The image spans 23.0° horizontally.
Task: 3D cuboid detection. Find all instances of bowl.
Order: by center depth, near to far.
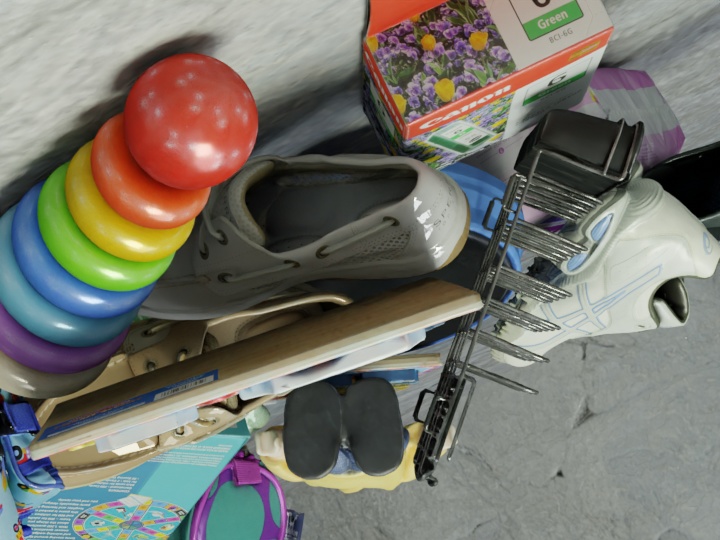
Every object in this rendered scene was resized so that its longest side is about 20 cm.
[{"bbox_3d":[0.000,0.000,1.034,0.199,0.040,0.201,-7,154,-3],"label":"bowl"}]

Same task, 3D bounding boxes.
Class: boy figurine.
[{"bbox_3d":[-0.001,0.105,1.100,0.123,0.065,0.200,-3,173,3],"label":"boy figurine"}]

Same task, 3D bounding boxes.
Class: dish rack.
[{"bbox_3d":[0.077,0.017,0.898,0.153,0.054,0.201,75,35,-87],"label":"dish rack"}]

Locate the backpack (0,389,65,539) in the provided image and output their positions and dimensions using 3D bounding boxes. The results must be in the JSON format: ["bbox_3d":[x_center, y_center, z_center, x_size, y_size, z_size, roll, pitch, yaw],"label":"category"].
[{"bbox_3d":[-0.229,0.129,0.853,0.182,0.201,0.134,-34,168,38],"label":"backpack"}]

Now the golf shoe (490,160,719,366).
[{"bbox_3d":[0.144,0.019,1.059,0.079,0.097,0.200,-57,179,-31],"label":"golf shoe"}]

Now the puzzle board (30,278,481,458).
[{"bbox_3d":[-0.049,0.045,0.812,0.199,0.018,0.151,-19,-176,-4],"label":"puzzle board"}]

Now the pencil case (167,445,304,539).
[{"bbox_3d":[-0.129,0.146,1.159,0.085,0.093,0.199,24,171,-38],"label":"pencil case"}]

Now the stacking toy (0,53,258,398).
[{"bbox_3d":[-0.106,-0.026,0.760,0.085,0.086,0.200,-17,161,-44],"label":"stacking toy"}]

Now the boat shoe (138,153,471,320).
[{"bbox_3d":[-0.049,-0.027,0.871,0.199,0.071,0.069,-11,153,18],"label":"boat shoe"}]

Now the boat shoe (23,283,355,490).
[{"bbox_3d":[-0.092,0.054,0.925,0.199,0.072,0.064,-28,-171,-26],"label":"boat shoe"}]

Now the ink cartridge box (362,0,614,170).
[{"bbox_3d":[0.059,-0.102,0.831,0.108,0.051,0.200,-25,172,-4],"label":"ink cartridge box"}]

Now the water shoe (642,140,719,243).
[{"bbox_3d":[0.183,-0.037,1.088,0.079,0.072,0.200,18,142,-39],"label":"water shoe"}]

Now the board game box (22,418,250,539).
[{"bbox_3d":[-0.178,0.130,1.019,0.150,0.047,0.200,9,136,-35],"label":"board game box"}]

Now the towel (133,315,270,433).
[{"bbox_3d":[-0.152,0.070,1.012,0.152,0.023,0.200,-24,144,4],"label":"towel"}]

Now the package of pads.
[{"bbox_3d":[0.096,-0.055,1.125,0.199,0.076,0.120,-32,167,30],"label":"package of pads"}]

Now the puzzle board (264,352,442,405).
[{"bbox_3d":[-0.059,0.077,1.144,0.198,0.018,0.151,-3,171,-10],"label":"puzzle board"}]
